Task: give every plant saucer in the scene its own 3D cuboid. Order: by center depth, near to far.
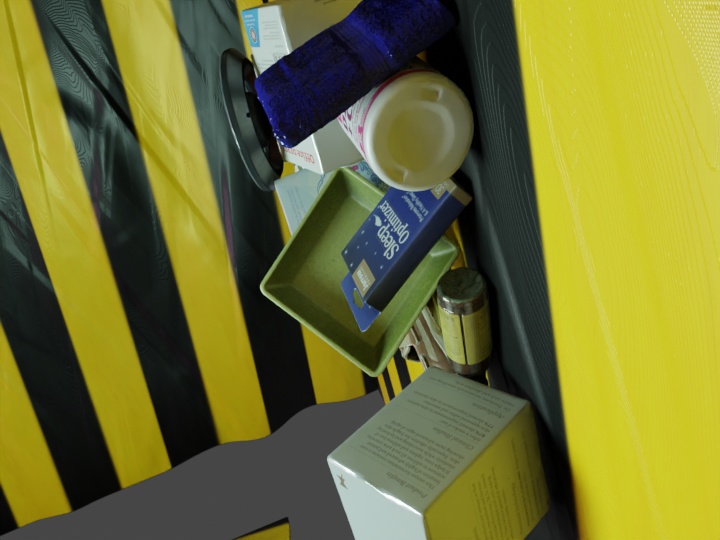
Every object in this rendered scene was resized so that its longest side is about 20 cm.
[{"bbox_3d":[0.000,0.000,0.934,0.198,0.202,0.048,35,-179,9],"label":"plant saucer"}]

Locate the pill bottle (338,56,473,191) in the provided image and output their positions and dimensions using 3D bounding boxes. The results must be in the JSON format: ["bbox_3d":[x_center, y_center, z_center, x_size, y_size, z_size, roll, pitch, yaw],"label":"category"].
[{"bbox_3d":[0.034,-0.173,0.748,0.201,0.111,0.116,-118,10,-59],"label":"pill bottle"}]

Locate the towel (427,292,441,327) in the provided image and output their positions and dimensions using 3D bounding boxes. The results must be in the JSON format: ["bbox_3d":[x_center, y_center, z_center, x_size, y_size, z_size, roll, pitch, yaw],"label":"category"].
[{"bbox_3d":[0.132,0.079,1.127,0.200,0.018,0.088,-124,15,-69],"label":"towel"}]

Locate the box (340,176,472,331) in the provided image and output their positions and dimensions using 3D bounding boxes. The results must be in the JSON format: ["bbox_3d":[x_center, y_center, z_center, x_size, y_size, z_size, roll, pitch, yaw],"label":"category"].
[{"bbox_3d":[0.039,-0.037,0.834,0.032,0.202,0.122,29,-164,-29],"label":"box"}]

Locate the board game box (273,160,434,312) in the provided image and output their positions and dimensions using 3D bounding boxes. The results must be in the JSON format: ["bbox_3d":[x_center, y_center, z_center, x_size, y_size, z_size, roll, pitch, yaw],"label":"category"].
[{"bbox_3d":[0.002,-0.065,0.985,0.043,0.194,0.205,40,-150,-82],"label":"board game box"}]

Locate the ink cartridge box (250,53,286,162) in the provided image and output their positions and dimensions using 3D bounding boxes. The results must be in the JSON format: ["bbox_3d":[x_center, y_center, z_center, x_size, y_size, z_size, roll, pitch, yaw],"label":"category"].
[{"bbox_3d":[-0.073,-0.274,1.086,0.047,0.198,0.164,6,119,52],"label":"ink cartridge box"}]

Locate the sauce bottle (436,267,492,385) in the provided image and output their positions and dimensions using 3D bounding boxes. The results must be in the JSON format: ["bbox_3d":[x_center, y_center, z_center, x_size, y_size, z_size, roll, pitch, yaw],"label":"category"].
[{"bbox_3d":[0.134,0.088,0.884,0.065,0.063,0.203,-116,10,-47],"label":"sauce bottle"}]

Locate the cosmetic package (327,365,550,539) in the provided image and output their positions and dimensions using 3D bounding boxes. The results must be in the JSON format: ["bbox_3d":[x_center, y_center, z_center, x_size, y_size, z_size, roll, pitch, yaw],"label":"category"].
[{"bbox_3d":[0.097,0.255,0.849,0.165,0.198,0.170,15,130,48],"label":"cosmetic package"}]

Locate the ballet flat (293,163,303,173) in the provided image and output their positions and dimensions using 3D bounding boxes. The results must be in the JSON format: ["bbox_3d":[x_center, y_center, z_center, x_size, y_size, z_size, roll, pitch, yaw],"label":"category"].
[{"bbox_3d":[-0.062,-0.111,1.166,0.072,0.071,0.204,123,123,-83],"label":"ballet flat"}]

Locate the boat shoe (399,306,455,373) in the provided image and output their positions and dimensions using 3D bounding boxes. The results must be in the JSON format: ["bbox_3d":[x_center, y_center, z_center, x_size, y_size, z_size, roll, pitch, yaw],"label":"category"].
[{"bbox_3d":[0.088,0.101,1.062,0.201,0.071,0.076,55,177,44],"label":"boat shoe"}]

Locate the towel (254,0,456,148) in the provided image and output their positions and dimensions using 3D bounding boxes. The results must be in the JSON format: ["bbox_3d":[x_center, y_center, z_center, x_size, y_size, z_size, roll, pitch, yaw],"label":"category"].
[{"bbox_3d":[-0.015,-0.210,0.688,0.050,0.198,0.148,51,-176,-30],"label":"towel"}]

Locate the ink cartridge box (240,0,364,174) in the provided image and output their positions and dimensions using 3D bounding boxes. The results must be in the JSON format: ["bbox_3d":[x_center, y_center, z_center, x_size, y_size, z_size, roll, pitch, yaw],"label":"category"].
[{"bbox_3d":[-0.041,-0.251,0.907,0.146,0.143,0.205,30,140,58],"label":"ink cartridge box"}]

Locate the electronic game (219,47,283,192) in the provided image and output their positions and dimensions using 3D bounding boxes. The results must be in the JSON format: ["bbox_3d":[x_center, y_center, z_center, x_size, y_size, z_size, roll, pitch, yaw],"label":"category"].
[{"bbox_3d":[-0.154,-0.212,1.002,0.200,0.041,0.205,-15,-89,-82],"label":"electronic game"}]
